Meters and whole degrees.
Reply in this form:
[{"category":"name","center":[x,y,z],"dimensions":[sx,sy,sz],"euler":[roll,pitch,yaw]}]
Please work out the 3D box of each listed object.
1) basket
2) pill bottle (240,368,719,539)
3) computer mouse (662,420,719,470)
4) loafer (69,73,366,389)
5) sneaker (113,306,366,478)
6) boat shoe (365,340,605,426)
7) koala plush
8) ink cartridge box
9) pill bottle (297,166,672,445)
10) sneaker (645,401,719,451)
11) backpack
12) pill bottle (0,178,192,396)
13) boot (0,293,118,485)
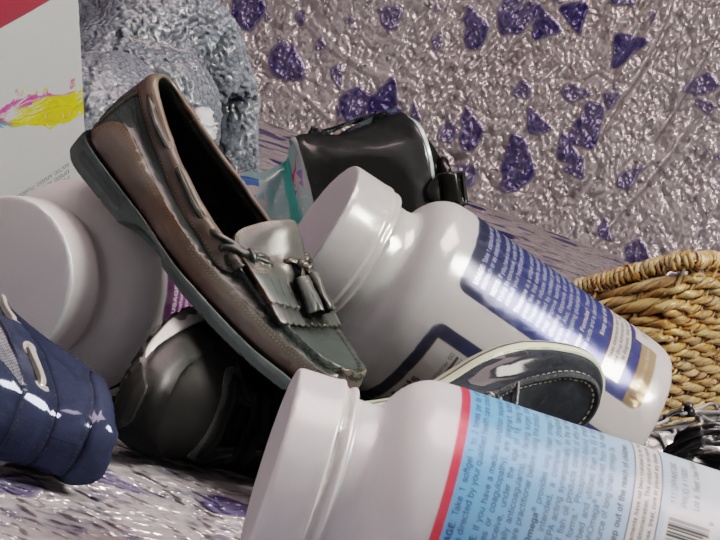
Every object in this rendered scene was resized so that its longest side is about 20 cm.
[{"category":"basket","center":[0.202,0.041,2.000],"dimensions":[0.142,0.150,0.200],"euler":[22,8,31]},{"category":"pill bottle","center":[0.057,0.109,1.133],"dimensions":[0.199,0.109,0.109],"euler":[18,6,-5]},{"category":"computer mouse","center":[0.155,0.101,1.483],"dimensions":[0.058,0.034,0.200],"euler":[5,-17,-15]},{"category":"loafer","center":[-0.063,-0.016,1.356],"dimensions":[0.200,0.063,0.072],"euler":[45,15,22]},{"category":"sneaker","center":[-0.045,0.070,1.374],"dimensions":[0.087,0.076,0.200],"euler":[27,9,24]},{"category":"boat shoe","center":[0.048,0.086,1.346],"dimensions":[0.199,0.075,0.062],"euler":[-15,36,-37]},{"category":"koala plush","center":[-0.152,-0.089,1.680],"dimensions":[0.177,0.185,0.200],"euler":[9,13,9]},{"category":"ink cartridge box","center":[-0.246,-0.097,1.492],"dimensions":[0.145,0.201,0.145],"euler":[22,39,30]},{"category":"pill bottle","center":[0.055,0.034,1.461],"dimensions":[0.200,0.111,0.111],"euler":[34,2,-13]},{"category":"sneaker","center":[0.196,0.108,1.687],"dimensions":[0.199,0.082,0.075],"euler":[16,6,-17]},{"category":"backpack","center":[0.000,0.000,1.622],"dimensions":[0.150,0.178,0.200],"euler":[-12,2,5]},{"category":"pill bottle","center":[-0.128,0.010,1.458],"dimensions":[0.112,0.113,0.200],"euler":[21,6,29]},{"category":"boot","center":[-0.174,0.044,1.278],"dimensions":[0.090,0.073,0.200],"euler":[23,12,-23]}]
